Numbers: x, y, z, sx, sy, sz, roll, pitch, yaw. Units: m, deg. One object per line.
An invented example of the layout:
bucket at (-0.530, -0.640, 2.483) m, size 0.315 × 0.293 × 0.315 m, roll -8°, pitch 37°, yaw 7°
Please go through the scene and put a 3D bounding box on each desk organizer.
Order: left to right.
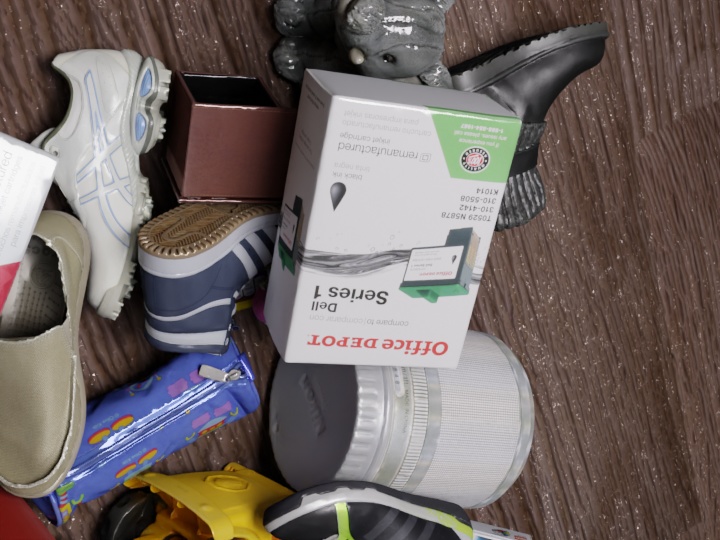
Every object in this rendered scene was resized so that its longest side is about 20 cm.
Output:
desk organizer at (-0.047, -0.101, 0.766) m, size 0.198 × 0.072 × 0.078 m, roll -1°, pitch 122°, yaw -23°

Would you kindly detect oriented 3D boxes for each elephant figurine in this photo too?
elephant figurine at (0.025, -0.180, 0.775) m, size 0.155 × 0.199 × 0.142 m, roll -41°, pitch 117°, yaw -21°

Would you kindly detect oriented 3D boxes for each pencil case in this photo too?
pencil case at (-0.169, 0.116, 0.768) m, size 0.199 × 0.087 × 0.079 m, roll -29°, pitch 92°, yaw -24°

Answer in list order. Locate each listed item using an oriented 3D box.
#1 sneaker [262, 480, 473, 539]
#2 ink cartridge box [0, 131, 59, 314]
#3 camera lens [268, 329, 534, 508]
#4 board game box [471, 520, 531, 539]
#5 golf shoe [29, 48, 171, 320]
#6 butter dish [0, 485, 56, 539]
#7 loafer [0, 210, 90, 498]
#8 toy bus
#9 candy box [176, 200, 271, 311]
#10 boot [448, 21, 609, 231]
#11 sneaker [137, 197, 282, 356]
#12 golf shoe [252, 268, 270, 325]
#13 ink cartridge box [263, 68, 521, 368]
sneaker at (0.018, 0.219, 0.769) m, size 0.199 × 0.072 × 0.083 m, roll 15°, pitch 54°, yaw -30°
ink cartridge box at (-0.320, -0.047, 0.608) m, size 0.199 × 0.144 × 0.147 m, roll 23°, pitch 87°, yaw -33°
camera lens at (0.040, 0.125, 0.863) m, size 0.199 × 0.160 × 0.162 m, roll 10°, pitch 93°, yaw -34°
board game box at (0.047, 0.283, 0.901) m, size 0.198 × 0.035 × 0.128 m, roll 13°, pitch 93°, yaw 7°
golf shoe at (-0.201, -0.067, 0.739) m, size 0.096 × 0.078 × 0.202 m, roll 7°, pitch 90°, yaw -15°
butter dish at (-0.271, 0.271, 0.677) m, size 0.200 × 0.199 × 0.148 m, roll -44°, pitch 129°, yaw -19°
loafer at (-0.231, 0.057, 0.677) m, size 0.075 × 0.068 × 0.202 m, roll 2°, pitch 88°, yaw 3°
toy bus at (-0.109, 0.264, 0.824) m, size 0.191 × 0.135 × 0.202 m, roll -2°, pitch 102°, yaw -49°
candy box at (-0.056, -0.035, 0.854) m, size 0.199 × 0.026 × 0.103 m, roll -18°, pitch 105°, yaw -30°
boot at (0.164, -0.139, 0.945) m, size 0.210 × 0.079 × 0.159 m, roll -25°, pitch 106°, yaw -18°
sneaker at (-0.097, -0.006, 0.776) m, size 0.199 × 0.070 × 0.109 m, roll -30°, pitch 137°, yaw -47°
golf shoe at (0.000, 0.000, 0.839) m, size 0.199 × 0.075 × 0.092 m, roll -35°, pitch 119°, yaw -22°
ink cartridge box at (0.018, -0.033, 0.724) m, size 0.145 × 0.084 × 0.202 m, roll 3°, pitch 113°, yaw -19°
